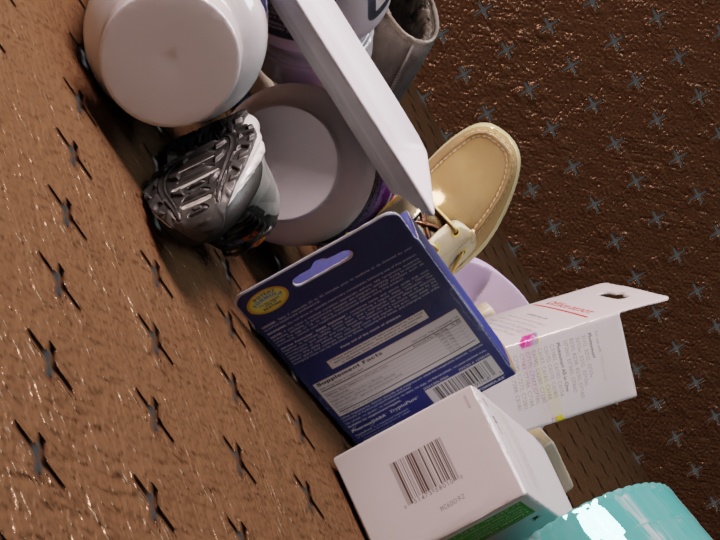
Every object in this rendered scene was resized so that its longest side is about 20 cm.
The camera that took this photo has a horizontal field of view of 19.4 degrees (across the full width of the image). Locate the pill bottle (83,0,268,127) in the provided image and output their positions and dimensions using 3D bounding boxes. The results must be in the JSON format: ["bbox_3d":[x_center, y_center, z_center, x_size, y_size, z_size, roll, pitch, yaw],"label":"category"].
[{"bbox_3d":[-0.112,-0.153,1.293,0.111,0.111,0.200,58,8,-17],"label":"pill bottle"}]

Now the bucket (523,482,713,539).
[{"bbox_3d":[0.167,0.244,1.372,0.135,0.207,0.207,58,6,27],"label":"bucket"}]

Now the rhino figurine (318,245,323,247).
[{"bbox_3d":[0.000,0.000,1.654,0.200,0.060,0.087,-97,167,-62],"label":"rhino figurine"}]

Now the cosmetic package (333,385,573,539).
[{"bbox_3d":[0.069,0.151,1.395,0.085,0.108,0.200,64,10,22],"label":"cosmetic package"}]

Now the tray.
[{"bbox_3d":[-0.010,-0.130,1.385,0.200,0.022,0.107,57,13,-25],"label":"tray"}]

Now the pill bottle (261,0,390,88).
[{"bbox_3d":[-0.036,-0.226,1.492,0.200,0.120,0.120,91,-20,-52],"label":"pill bottle"}]

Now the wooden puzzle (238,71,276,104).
[{"bbox_3d":[-0.113,-0.195,1.743,0.185,0.037,0.200,56,5,-30],"label":"wooden puzzle"}]

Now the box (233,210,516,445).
[{"bbox_3d":[0.009,0.035,1.359,0.200,0.121,0.032,52,12,-48],"label":"box"}]

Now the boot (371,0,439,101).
[{"bbox_3d":[-0.003,-0.168,1.780,0.182,0.073,0.200,-112,-149,-47],"label":"boot"}]

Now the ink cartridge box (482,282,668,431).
[{"bbox_3d":[0.120,0.070,1.526,0.115,0.200,0.068,-164,-120,-70],"label":"ink cartridge box"}]

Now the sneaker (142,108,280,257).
[{"bbox_3d":[-0.079,-0.044,1.273,0.200,0.074,0.079,-83,148,-77],"label":"sneaker"}]

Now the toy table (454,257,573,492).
[{"bbox_3d":[0.109,0.088,1.679,0.200,0.184,0.117,51,-3,-30],"label":"toy table"}]

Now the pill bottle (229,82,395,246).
[{"bbox_3d":[-0.038,-0.073,1.479,0.112,0.112,0.200,61,7,3],"label":"pill bottle"}]

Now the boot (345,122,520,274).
[{"bbox_3d":[0.032,-0.020,1.455,0.073,0.200,0.155,43,8,7],"label":"boot"}]
